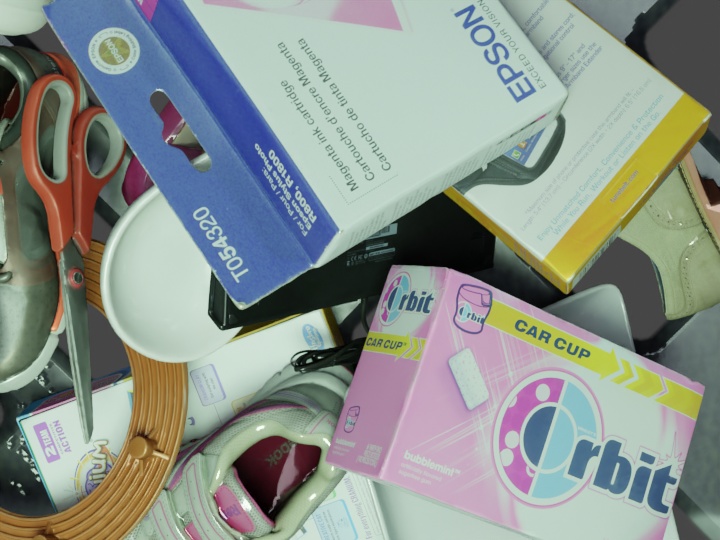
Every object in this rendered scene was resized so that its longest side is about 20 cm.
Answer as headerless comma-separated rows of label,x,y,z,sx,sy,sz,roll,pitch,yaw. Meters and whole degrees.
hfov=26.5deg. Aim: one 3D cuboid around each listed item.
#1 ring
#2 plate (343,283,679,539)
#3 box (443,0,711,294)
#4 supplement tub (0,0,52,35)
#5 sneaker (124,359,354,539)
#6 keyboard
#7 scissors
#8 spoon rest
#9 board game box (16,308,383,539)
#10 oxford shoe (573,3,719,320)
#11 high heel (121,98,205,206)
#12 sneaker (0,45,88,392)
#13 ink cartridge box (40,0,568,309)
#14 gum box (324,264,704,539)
ring,-0.189,0.077,0.890,0.199,0.019,0.202,-5,77,24
plate,0.091,0.129,0.897,0.198,0.032,0.202,-19,100,-27
box,0.074,-0.097,0.827,0.200,0.041,0.119,41,86,15
supplement tub,-0.212,-0.241,0.826,0.139,0.140,0.202,17,100,-1
sneaker,-0.081,0.130,0.868,0.200,0.088,0.081,-43,96,8
keyboard,0.000,0.000,0.861,0.199,0.021,0.128,-12,116,-36
scissors,-0.166,-0.009,0.850,0.014,0.073,0.202,-6,73,36
spoon rest,-0.073,-0.046,0.815,0.099,0.060,0.201,26,83,-37
board game box,-0.088,0.120,0.933,0.198,0.040,0.154,-20,98,5
oxford shoe,0.156,-0.060,0.881,0.074,0.071,0.201,-33,96,12
high heel,-0.074,-0.118,0.897,0.067,0.096,0.201,27,84,-37
sneaker,-0.211,-0.033,0.867,0.076,0.082,0.202,0,81,24
ink cartridge box,-0.029,-0.112,0.776,0.199,0.043,0.197,-31,77,-18
gum box,0.093,0.086,0.842,0.199,0.066,0.114,24,80,-27
